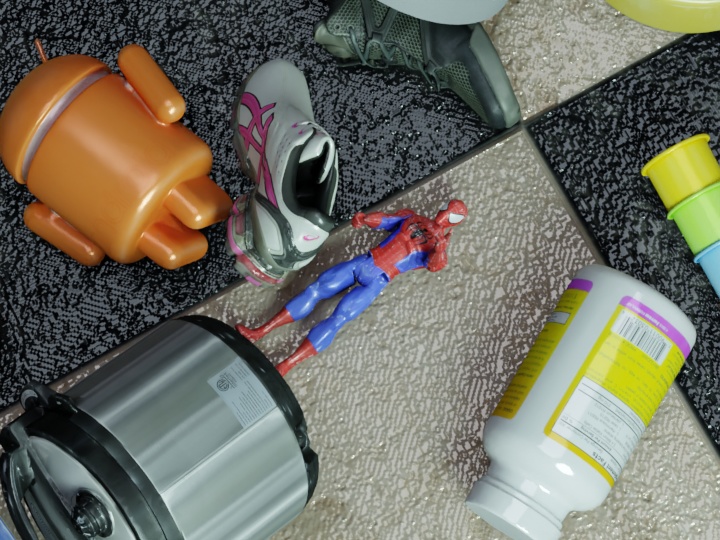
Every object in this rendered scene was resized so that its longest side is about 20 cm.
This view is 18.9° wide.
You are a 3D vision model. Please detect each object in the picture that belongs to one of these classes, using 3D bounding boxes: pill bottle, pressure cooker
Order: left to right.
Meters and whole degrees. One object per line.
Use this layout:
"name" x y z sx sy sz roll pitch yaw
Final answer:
"pressure cooker" -0.152 0.146 1.532 0.175 0.180 0.200 26 49 39
"pill bottle" 0.157 0.104 1.594 0.104 0.104 0.201 31 79 9

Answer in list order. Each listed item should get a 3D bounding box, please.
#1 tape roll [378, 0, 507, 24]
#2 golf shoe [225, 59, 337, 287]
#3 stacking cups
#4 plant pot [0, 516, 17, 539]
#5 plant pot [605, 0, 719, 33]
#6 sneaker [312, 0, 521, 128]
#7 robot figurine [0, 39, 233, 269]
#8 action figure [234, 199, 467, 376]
"tape roll" 0.045 -0.283 1.656 0.199 0.066 0.201 20 42 -19
"golf shoe" -0.047 -0.084 1.626 0.092 0.072 0.201 -32 44 33
"stacking cups" 0.282 -0.002 1.640 0.060 0.061 0.201 -24 77 -4
"plant pot" -0.309 0.252 1.527 0.179 0.200 0.201 -35 77 -13
"plant pot" 0.261 -0.305 1.650 0.199 0.189 0.203 0 77 1
"sneaker" 0.037 -0.171 1.683 0.114 0.076 0.200 -35 75 -5
"robot figurine" -0.192 -0.086 1.645 0.199 0.144 0.117 38 58 10
"action figure" 0.000 0.000 1.630 0.199 0.099 0.065 -36 74 -10
